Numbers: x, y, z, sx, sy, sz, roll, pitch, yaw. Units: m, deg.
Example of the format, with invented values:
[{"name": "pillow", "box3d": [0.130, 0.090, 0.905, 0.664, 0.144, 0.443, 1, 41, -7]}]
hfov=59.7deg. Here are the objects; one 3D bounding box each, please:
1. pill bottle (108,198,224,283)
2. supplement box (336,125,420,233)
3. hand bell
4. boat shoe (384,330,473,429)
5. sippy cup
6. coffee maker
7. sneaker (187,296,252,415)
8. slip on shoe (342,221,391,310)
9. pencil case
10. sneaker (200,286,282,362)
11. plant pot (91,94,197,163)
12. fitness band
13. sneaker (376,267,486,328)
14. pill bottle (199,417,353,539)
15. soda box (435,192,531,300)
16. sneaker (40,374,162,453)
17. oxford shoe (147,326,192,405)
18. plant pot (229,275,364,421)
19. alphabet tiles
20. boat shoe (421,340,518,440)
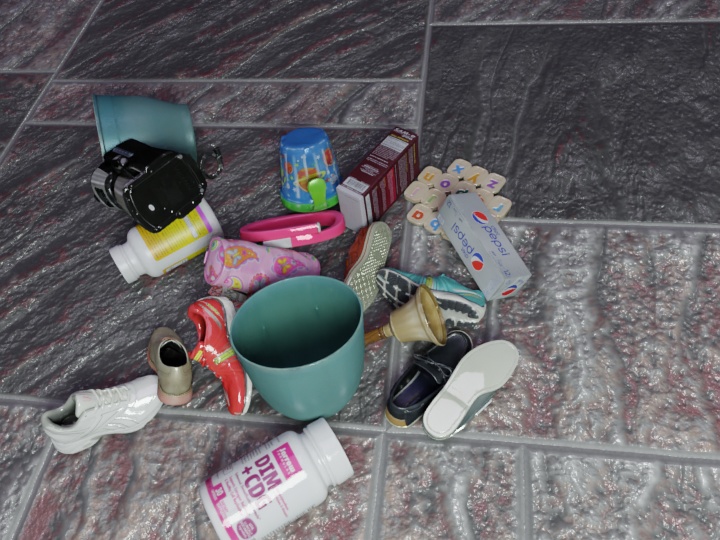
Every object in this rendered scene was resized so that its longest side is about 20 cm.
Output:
[{"name": "pill bottle", "box3d": [-0.370, -0.057, 1.197, 0.199, 0.105, 0.104, -31, 56, -16]}, {"name": "supplement box", "box3d": [0.039, -0.178, 1.233, 0.061, 0.109, 0.200, 28, 61, 25]}, {"name": "hand bell", "box3d": [0.032, 0.105, 1.038, 0.199, 0.104, 0.105, -22, 50, 21]}, {"name": "boat shoe", "box3d": [0.113, 0.166, 1.003, 0.074, 0.062, 0.200, 34, 63, 29]}, {"name": "sippy cup", "box3d": [-0.103, -0.206, 1.239, 0.177, 0.131, 0.139, 24, 48, 34]}, {"name": "coffee maker", "box3d": [-0.382, -0.169, 1.173, 0.191, 0.136, 0.199, -21, 29, -34]}, {"name": "sneaker", "box3d": [-0.235, 0.142, 1.017, 0.084, 0.077, 0.201, -9, 75, -38]}, {"name": "slip on shoe", "box3d": [0.000, 0.000, 1.143, 0.061, 0.074, 0.201, -10, 51, 44]}, {"name": "pencil case", "box3d": [-0.168, -0.003, 1.085, 0.199, 0.088, 0.088, 8, 43, -38]}, {"name": "sneaker", "box3d": [-0.185, 0.071, 1.105, 0.201, 0.067, 0.108, 32, 66, 29]}, {"name": "plant pot", "box3d": [-0.449, -0.277, 1.324, 0.187, 0.201, 0.201, -11, 52, -19]}, {"name": "fitness band", "box3d": [-0.128, -0.079, 1.181, 0.198, 0.038, 0.144, -8, 18, -2]}, {"name": "sneaker", "box3d": [0.122, 0.042, 1.100, 0.199, 0.078, 0.080, 20, 39, 14]}, {"name": "pill bottle", "box3d": [-0.117, 0.303, 0.898, 0.199, 0.114, 0.114, -29, 56, -14]}, {"name": "soda box", "box3d": [0.217, -0.046, 1.119, 0.068, 0.064, 0.201, -9, 56, -31]}, {"name": "sneaker", "box3d": [-0.411, 0.221, 1.003, 0.199, 0.100, 0.078, -27, 55, -13]}, {"name": "oxford shoe", "box3d": [-0.311, 0.137, 1.039, 0.070, 0.074, 0.200, -2, 26, -27]}, {"name": "plant pot", "box3d": [-0.083, 0.132, 0.965, 0.199, 0.162, 0.201, -6, 38, 5]}, {"name": "alphabet tiles", "box3d": [0.192, -0.140, 1.245, 0.199, 0.015, 0.196, 28, 62, 24]}, {"name": "boat shoe", "box3d": [0.170, 0.187, 0.979, 0.073, 0.062, 0.200, 39, 68, 23]}]
